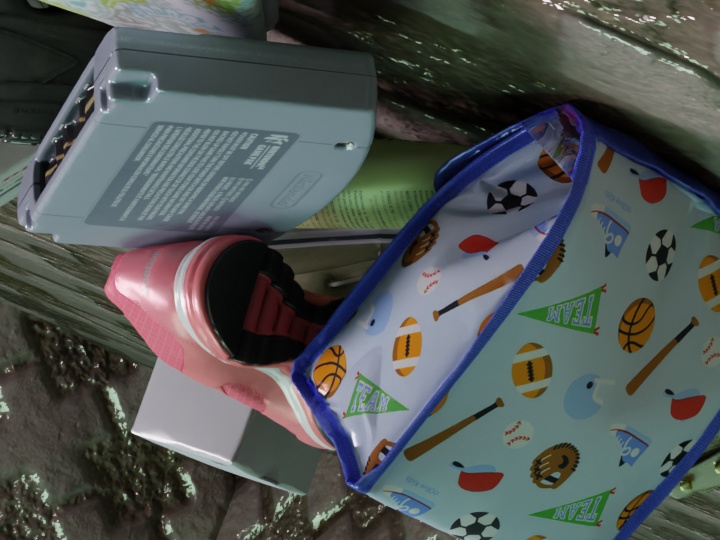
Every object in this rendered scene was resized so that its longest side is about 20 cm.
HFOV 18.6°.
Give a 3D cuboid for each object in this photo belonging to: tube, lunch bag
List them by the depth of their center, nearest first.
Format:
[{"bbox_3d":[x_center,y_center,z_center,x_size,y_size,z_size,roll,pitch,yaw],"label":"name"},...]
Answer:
[{"bbox_3d":[0.094,0.030,1.064,0.170,0.200,0.124,27,-161,-37],"label":"lunch bag"},{"bbox_3d":[0.004,-0.044,1.111,0.199,0.052,0.058,3,-160,15],"label":"tube"}]

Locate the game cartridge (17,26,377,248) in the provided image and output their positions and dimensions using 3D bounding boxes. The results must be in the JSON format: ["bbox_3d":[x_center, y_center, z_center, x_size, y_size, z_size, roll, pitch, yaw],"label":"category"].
[{"bbox_3d":[-0.071,-0.054,0.992,0.133,0.041,0.200,8,160,-19],"label":"game cartridge"}]

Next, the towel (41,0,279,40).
[{"bbox_3d":[-0.117,-0.149,0.930,0.170,0.048,0.200,18,172,2],"label":"towel"}]

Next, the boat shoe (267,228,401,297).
[{"bbox_3d":[0.000,0.000,1.178,0.199,0.062,0.072,-2,171,-2],"label":"boat shoe"}]

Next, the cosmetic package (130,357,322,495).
[{"bbox_3d":[-0.054,0.028,1.356,0.081,0.201,0.113,17,170,27],"label":"cosmetic package"}]

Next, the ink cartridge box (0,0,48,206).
[{"bbox_3d":[-0.235,-0.073,1.250,0.085,0.144,0.200,58,165,-2],"label":"ink cartridge box"}]

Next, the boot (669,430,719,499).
[{"bbox_3d":[0.215,0.064,1.118,0.154,0.072,0.200,-18,166,10],"label":"boot"}]

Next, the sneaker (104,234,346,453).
[{"bbox_3d":[-0.057,0.031,1.115,0.086,0.074,0.200,7,159,30],"label":"sneaker"}]

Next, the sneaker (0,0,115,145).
[{"bbox_3d":[-0.093,-0.104,1.056,0.199,0.091,0.076,0,-176,-17],"label":"sneaker"}]
